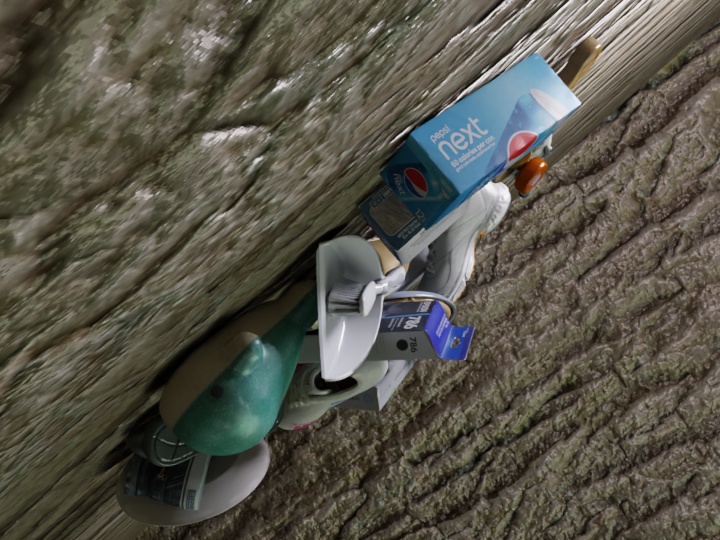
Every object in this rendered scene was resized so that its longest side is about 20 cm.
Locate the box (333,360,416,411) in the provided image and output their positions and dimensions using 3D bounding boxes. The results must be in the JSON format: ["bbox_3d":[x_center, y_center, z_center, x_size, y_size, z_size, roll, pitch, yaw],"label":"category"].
[{"bbox_3d":[-0.008,0.134,1.313,0.154,0.042,0.200,1,-160,23],"label":"box"}]

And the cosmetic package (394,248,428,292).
[{"bbox_3d":[0.041,-0.001,1.247,0.200,0.074,0.102,-37,173,-46],"label":"cosmetic package"}]

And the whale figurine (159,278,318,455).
[{"bbox_3d":[-0.101,0.098,0.887,0.200,0.104,0.159,-42,174,-18],"label":"whale figurine"}]

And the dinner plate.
[{"bbox_3d":[-0.213,0.245,1.142,0.198,0.025,0.201,-7,-154,3],"label":"dinner plate"}]

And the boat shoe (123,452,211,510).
[{"bbox_3d":[-0.222,0.202,1.098,0.201,0.090,0.071,-85,-172,-61],"label":"boat shoe"}]

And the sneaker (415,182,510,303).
[{"bbox_3d":[0.110,-0.043,1.182,0.201,0.091,0.076,-62,-153,0],"label":"sneaker"}]

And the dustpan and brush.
[{"bbox_3d":[0.007,0.022,0.945,0.057,0.141,0.200,0,-168,12],"label":"dustpan and brush"}]

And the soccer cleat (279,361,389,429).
[{"bbox_3d":[-0.056,0.138,1.086,0.199,0.070,0.086,-34,163,33],"label":"soccer cleat"}]

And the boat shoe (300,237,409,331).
[{"bbox_3d":[0.000,0.000,1.024,0.200,0.072,0.076,-35,161,-45],"label":"boat shoe"}]

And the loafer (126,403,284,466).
[{"bbox_3d":[-0.177,0.172,1.042,0.062,0.073,0.199,0,-174,41],"label":"loafer"}]

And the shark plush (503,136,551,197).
[{"bbox_3d":[0.218,-0.167,1.211,0.083,0.092,0.200,-1,158,-29],"label":"shark plush"}]

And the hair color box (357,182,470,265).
[{"bbox_3d":[0.059,-0.064,0.933,0.100,0.061,0.200,-41,175,1],"label":"hair color box"}]

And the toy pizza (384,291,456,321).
[{"bbox_3d":[0.027,0.079,1.155,0.198,0.032,0.201,-10,158,-4],"label":"toy pizza"}]

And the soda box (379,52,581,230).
[{"bbox_3d":[0.112,-0.120,0.813,0.200,0.068,0.064,-37,174,-36],"label":"soda box"}]

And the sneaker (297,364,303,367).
[{"bbox_3d":[-0.086,0.115,1.273,0.199,0.079,0.115,-28,178,-20],"label":"sneaker"}]

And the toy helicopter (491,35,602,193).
[{"bbox_3d":[0.209,-0.188,1.051,0.201,0.079,0.132,-53,163,13],"label":"toy helicopter"}]

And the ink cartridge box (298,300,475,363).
[{"bbox_3d":[0.025,0.068,1.016,0.198,0.040,0.100,-2,-163,13],"label":"ink cartridge box"}]
